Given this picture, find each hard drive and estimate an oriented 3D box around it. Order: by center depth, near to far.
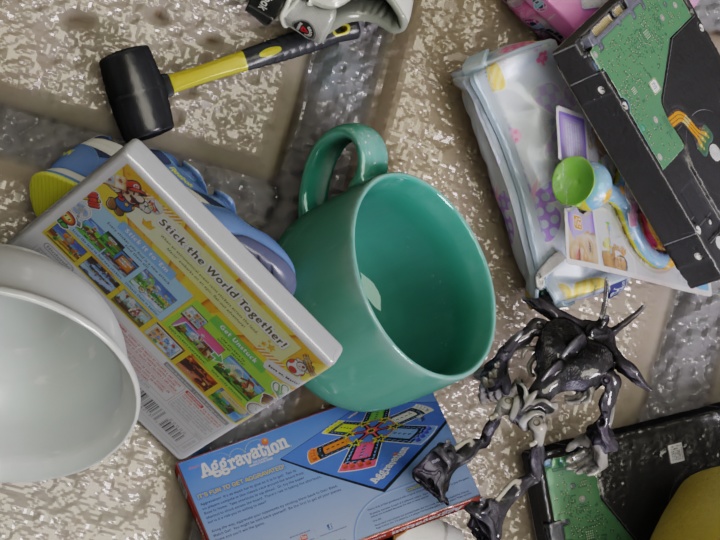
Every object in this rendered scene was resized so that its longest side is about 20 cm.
[{"bbox_3d":[0.228,-0.105,1.572,0.201,0.038,0.140,58,44,-12],"label":"hard drive"},{"bbox_3d":[0.229,0.184,1.659,0.199,0.038,0.141,-13,93,-19],"label":"hard drive"}]

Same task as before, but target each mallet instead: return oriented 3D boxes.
[{"bbox_3d":[-0.094,-0.158,1.568,0.199,0.041,0.066,-28,96,-21],"label":"mallet"}]

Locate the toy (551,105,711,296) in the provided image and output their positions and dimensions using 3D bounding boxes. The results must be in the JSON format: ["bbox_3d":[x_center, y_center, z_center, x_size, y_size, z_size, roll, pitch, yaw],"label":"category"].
[{"bbox_3d":[0.216,-0.051,1.600,0.199,0.047,0.116,10,72,-47],"label":"toy"}]

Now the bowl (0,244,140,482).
[{"bbox_3d":[-0.242,0.046,1.459,0.200,0.201,0.091,19,46,-17],"label":"bowl"}]

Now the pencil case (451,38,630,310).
[{"bbox_3d":[0.133,-0.071,1.613,0.090,0.083,0.201,-21,95,-34],"label":"pencil case"}]

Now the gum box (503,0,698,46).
[{"bbox_3d":[0.205,-0.240,1.647,0.113,0.066,0.200,41,78,-14],"label":"gum box"}]

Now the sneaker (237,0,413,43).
[{"bbox_3d":[-0.052,-0.207,1.547,0.199,0.074,0.089,1,64,-17],"label":"sneaker"}]

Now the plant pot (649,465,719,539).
[{"bbox_3d":[0.281,0.222,1.565,0.199,0.200,0.143,12,62,-18],"label":"plant pot"}]

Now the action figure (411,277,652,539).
[{"bbox_3d":[0.127,0.099,1.565,0.119,0.102,0.200,39,74,16],"label":"action figure"}]

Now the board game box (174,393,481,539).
[{"bbox_3d":[-0.023,0.153,1.571,0.199,0.019,0.103,-18,69,-17],"label":"board game box"}]

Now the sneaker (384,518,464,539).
[{"bbox_3d":[0.002,0.265,1.578,0.084,0.073,0.201,26,70,-14],"label":"sneaker"}]

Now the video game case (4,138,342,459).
[{"bbox_3d":[-0.137,0.025,1.484,0.200,0.182,0.023,46,43,-12],"label":"video game case"}]

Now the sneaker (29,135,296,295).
[{"bbox_3d":[-0.126,-0.038,1.499,0.199,0.074,0.082,26,43,12],"label":"sneaker"}]

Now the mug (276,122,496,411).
[{"bbox_3d":[0.007,0.009,1.548,0.152,0.114,0.186,35,46,-33],"label":"mug"}]
